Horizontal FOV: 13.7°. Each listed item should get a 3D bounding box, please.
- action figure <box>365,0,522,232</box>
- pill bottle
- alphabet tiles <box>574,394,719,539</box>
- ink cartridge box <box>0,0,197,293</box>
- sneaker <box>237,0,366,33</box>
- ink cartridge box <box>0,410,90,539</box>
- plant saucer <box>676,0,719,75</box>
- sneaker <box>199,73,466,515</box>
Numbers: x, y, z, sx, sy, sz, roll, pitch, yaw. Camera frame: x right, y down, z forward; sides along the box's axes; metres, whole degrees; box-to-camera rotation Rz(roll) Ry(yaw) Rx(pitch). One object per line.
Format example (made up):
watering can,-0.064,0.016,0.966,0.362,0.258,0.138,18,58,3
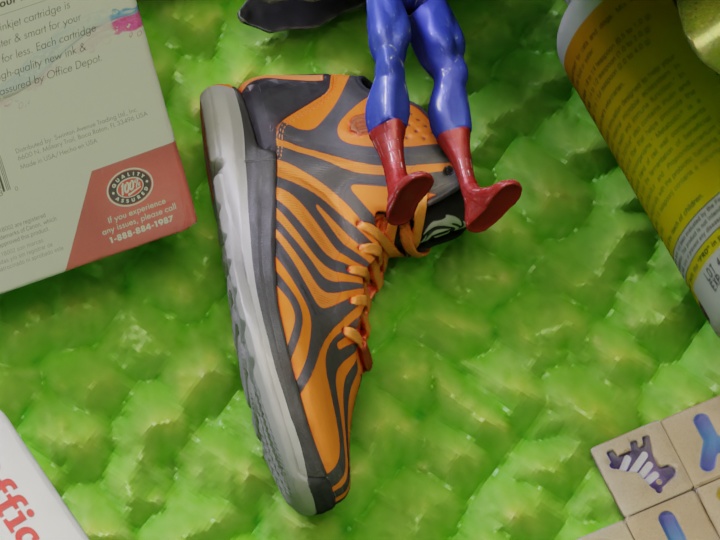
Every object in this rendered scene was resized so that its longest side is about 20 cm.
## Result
action figure,0.030,-0.126,1.233,0.065,0.099,0.201,5,52,-29
pill bottle,0.155,-0.074,1.265,0.109,0.109,0.201,-23,68,-13
alphabet tiles,0.159,0.133,1.225,0.199,0.008,0.168,-21,68,-12
ink cartridge box,-0.152,-0.099,1.222,0.116,0.201,0.067,-19,23,-12
sneaker,0.008,-0.195,1.343,0.103,0.060,0.201,10,68,-3
ink cartridge box,-0.182,0.170,1.150,0.199,0.084,0.145,-31,70,-16
plant saucer,0.208,-0.117,1.226,0.199,0.048,0.200,31,34,-27
sneaker,0.000,0.000,1.242,0.111,0.078,0.201,-8,65,-5
